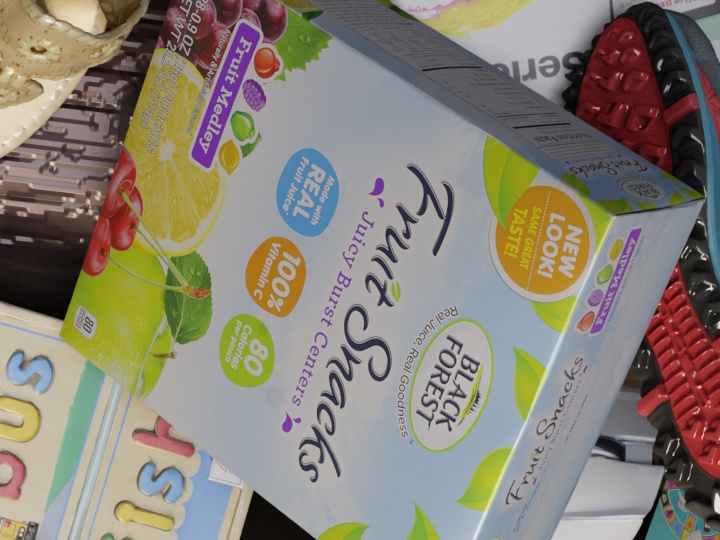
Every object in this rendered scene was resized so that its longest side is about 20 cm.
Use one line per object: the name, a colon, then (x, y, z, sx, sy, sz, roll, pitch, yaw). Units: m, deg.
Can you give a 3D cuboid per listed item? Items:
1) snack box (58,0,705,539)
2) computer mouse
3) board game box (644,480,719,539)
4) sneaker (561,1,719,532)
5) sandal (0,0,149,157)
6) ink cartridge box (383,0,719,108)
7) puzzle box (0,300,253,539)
snack box: (0.000, 0.000, 0.794, 0.200, 0.068, 0.169, 34, 116, 28)
computer mouse: (0.078, 0.075, 0.853, 0.200, 0.110, 0.044, -11, 145, 24)
board game box: (0.174, 0.093, 0.865, 0.047, 0.151, 0.200, 17, 97, -19)
sneaker: (0.134, 0.000, 0.792, 0.095, 0.079, 0.200, -2, 69, -40)
sandal: (-0.108, -0.113, 0.808, 0.078, 0.070, 0.212, 31, 109, -23)
ink cartridge box: (0.074, -0.121, 0.853, 0.144, 0.084, 0.200, -9, 101, -6)
puzzle box: (-0.121, 0.120, 0.878, 0.133, 0.025, 0.200, 16, 87, -11)
